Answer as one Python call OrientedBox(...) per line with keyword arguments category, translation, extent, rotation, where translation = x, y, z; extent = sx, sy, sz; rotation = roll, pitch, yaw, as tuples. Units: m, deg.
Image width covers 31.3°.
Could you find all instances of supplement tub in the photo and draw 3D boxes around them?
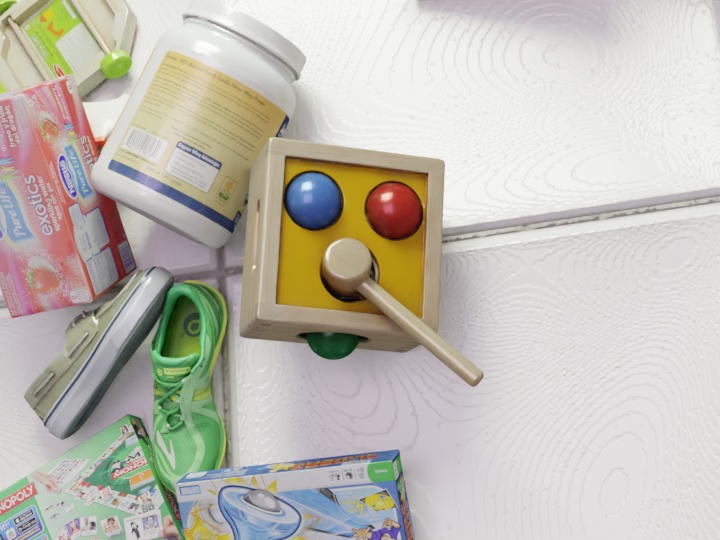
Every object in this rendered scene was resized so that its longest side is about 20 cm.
OrientedBox(category="supplement tub", translation=(-0.147, -0.137, 1.200), extent=(0.144, 0.144, 0.201), rotation=(25, 86, 21))

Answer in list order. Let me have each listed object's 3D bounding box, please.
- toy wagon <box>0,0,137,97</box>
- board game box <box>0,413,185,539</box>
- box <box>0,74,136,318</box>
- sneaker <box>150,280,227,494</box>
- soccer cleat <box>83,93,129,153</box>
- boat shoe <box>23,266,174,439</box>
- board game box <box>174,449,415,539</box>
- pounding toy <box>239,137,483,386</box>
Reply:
OrientedBox(category="toy wagon", translation=(-0.329, -0.228, 1.336), extent=(0.200, 0.040, 0.155), rotation=(-37, 69, 7))
OrientedBox(category="board game box", translation=(-0.269, 0.243, 1.209), extent=(0.200, 0.029, 0.135), rotation=(-31, 69, 9))
OrientedBox(category="box", translation=(-0.299, -0.069, 1.207), extent=(0.094, 0.103, 0.201), rotation=(-11, 106, 18))
OrientedBox(category="sneaker", translation=(-0.167, 0.106, 1.181), extent=(0.074, 0.084, 0.201), rotation=(-4, 76, 16))
OrientedBox(category="soccer cleat", translation=(-0.309, -0.123, 1.297), extent=(0.199, 0.069, 0.078), rotation=(-13, 45, 20))
OrientedBox(category="boat shoe", translation=(-0.248, 0.070, 1.202), extent=(0.062, 0.072, 0.200), rotation=(38, 104, 4))
OrientedBox(category="board game box", translation=(-0.053, 0.234, 1.116), extent=(0.199, 0.034, 0.136), rotation=(-9, 97, 15))
OrientedBox(category="pounding toy", translation=(0.000, 0.000, 1.099), extent=(0.183, 0.142, 0.201), rotation=(6, 77, -13))
